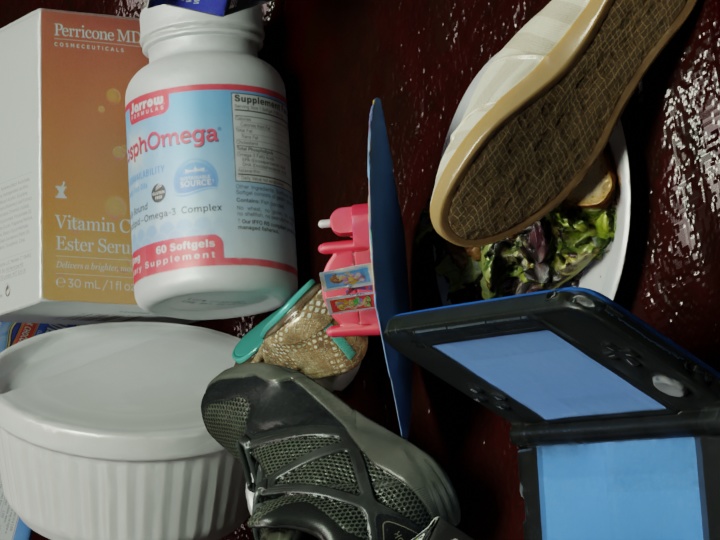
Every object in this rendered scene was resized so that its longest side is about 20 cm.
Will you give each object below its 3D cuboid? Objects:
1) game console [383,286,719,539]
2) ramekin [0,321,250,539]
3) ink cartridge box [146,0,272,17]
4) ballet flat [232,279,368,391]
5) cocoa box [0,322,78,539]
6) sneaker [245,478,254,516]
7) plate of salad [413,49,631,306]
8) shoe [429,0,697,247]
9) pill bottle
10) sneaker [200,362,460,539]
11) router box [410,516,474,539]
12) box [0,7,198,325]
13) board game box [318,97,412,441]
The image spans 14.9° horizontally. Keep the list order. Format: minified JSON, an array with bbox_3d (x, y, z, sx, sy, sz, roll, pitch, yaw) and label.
[{"bbox_3d":[0.106,0.104,1.451,0.200,0.170,0.119,-11,51,58],"label":"game console"},{"bbox_3d":[-0.148,0.111,1.808,0.202,0.201,0.095,34,127,55],"label":"ramekin"},{"bbox_3d":[-0.069,-0.215,1.717,0.039,0.200,0.100,19,108,16],"label":"ink cartridge box"},{"bbox_3d":[-0.036,0.052,1.726,0.065,0.070,0.200,46,171,-2],"label":"ballet flat"},{"bbox_3d":[-0.268,0.085,1.992,0.200,0.130,0.134,-78,5,-66],"label":"cocoa box"},{"bbox_3d":[0.000,0.154,1.675,0.100,0.078,0.201,-53,51,32],"label":"sneaker"},{"bbox_3d":[0.086,-0.032,1.556,0.200,0.048,0.202,-6,83,59],"label":"plate of salad"},{"bbox_3d":[0.106,-0.097,1.474,0.200,0.070,0.053,-50,30,7],"label":"shoe"},{"bbox_3d":[-0.100,-0.075,1.815,0.109,0.108,0.201,-23,68,57],"label":"pill bottle"},{"bbox_3d":[-0.047,0.125,1.610,0.199,0.114,0.077,30,144,39],"label":"sneaker"},{"bbox_3d":[0.072,0.229,1.416,0.150,0.200,0.062,-44,14,49],"label":"router box"},{"bbox_3d":[-0.174,-0.067,1.899,0.106,0.151,0.201,-14,76,59],"label":"box"},{"bbox_3d":[0.000,0.000,1.598,0.201,0.039,0.159,79,-171,-50],"label":"board game box"}]
